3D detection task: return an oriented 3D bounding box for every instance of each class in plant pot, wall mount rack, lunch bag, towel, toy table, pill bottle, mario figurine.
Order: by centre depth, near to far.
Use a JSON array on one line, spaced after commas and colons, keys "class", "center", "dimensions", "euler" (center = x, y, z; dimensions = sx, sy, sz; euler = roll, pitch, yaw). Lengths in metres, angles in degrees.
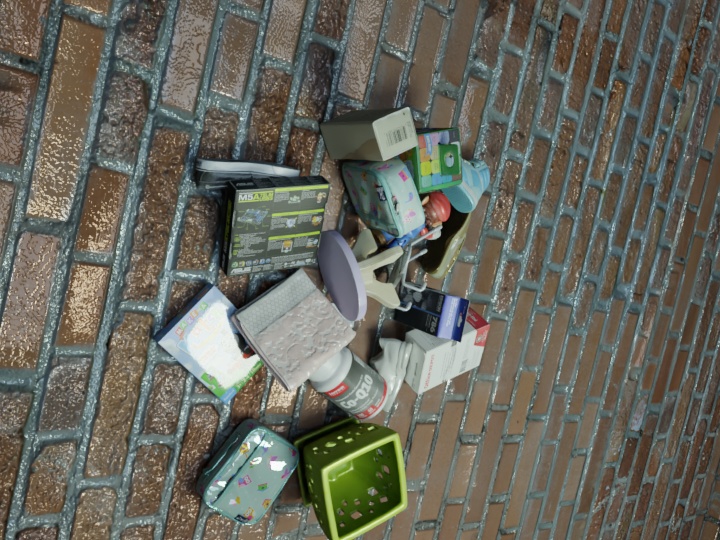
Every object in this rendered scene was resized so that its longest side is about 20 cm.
[{"class": "towel", "center": [-0.131, 0.114, 1.278], "dimensions": [0.200, 0.032, 0.191], "euler": [-37, 88, -36]}, {"class": "lunch bag", "center": [0.044, -0.153, 1.300], "dimensions": [0.077, 0.200, 0.160], "euler": [-27, 116, -17]}, {"class": "lunch bag", "center": [-0.237, 0.422, 1.320], "dimensions": [0.160, 0.077, 0.200], "euler": [44, 76, -32]}, {"class": "toy table", "center": [0.000, 0.000, 1.337], "dimensions": [0.117, 0.184, 0.200], "euler": [-13, 84, -31]}, {"class": "pill bottle", "center": [-0.039, 0.236, 1.388], "dimensions": [0.200, 0.114, 0.114], "euler": [43, 76, -32]}, {"class": "plant pot", "center": [-0.033, 0.444, 1.396], "dimensions": [0.199, 0.181, 0.200], "euler": [-17, 109, -30]}, {"class": "wall mount rack", "center": [0.116, -0.011, 1.406], "dimensions": [0.075, 0.200, 0.174], "euler": [18, 62, -5]}, {"class": "mario figurine", "center": [0.117, -0.113, 1.457], "dimensions": [0.200, 0.106, 0.123], "euler": [-34, 153, -12]}]

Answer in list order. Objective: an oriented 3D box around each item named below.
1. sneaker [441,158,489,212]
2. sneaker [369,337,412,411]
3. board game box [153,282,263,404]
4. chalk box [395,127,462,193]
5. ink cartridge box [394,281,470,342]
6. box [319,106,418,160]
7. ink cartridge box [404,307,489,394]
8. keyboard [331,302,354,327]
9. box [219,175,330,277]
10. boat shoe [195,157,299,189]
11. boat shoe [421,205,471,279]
[{"class": "sneaker", "center": [0.230, -0.249, 1.494], "dimensions": [0.131, 0.080, 0.200], "euler": [-47, 113, -33]}, {"class": "sneaker", "center": [0.059, 0.239, 1.487], "dimensions": [0.075, 0.088, 0.200], "euler": [-55, 160, -60]}, {"class": "board game box", "center": [-0.284, 0.147, 1.257], "dimensions": [0.151, 0.037, 0.200], "euler": [-48, 120, -16]}, {"class": "chalk box", "center": [0.134, -0.237, 1.349], "dimensions": [0.124, 0.200, 0.125], "euler": [-16, 108, -30]}, {"class": "ink cartridge box", "center": [0.157, 0.091, 1.434], "dimensions": [0.039, 0.200, 0.100], "euler": [8, 95, -37]}, {"class": "box", "center": [0.013, -0.273, 1.263], "dimensions": [0.095, 0.200, 0.078], "euler": [-29, 114, -25]}, {"class": "ink cartridge box", "center": [0.201, 0.191, 1.527], "dimensions": [0.200, 0.083, 0.147], "euler": [-18, 134, -29]}, {"class": "keyboard", "center": [-0.095, 0.096, 1.388], "dimensions": [0.200, 0.011, 0.056], "euler": [5, 92, -34]}, {"class": "box", "center": [-0.168, -0.088, 1.237], "dimensions": [0.200, 0.048, 0.193], "euler": [-10, 126, -31]}, {"class": "boat shoe", "center": [-0.215, -0.175, 1.213], "dimensions": [0.199, 0.074, 0.068], "euler": [-2, 107, -31]}, {"class": "boat shoe", "center": [0.213, -0.070, 1.522], "dimensions": [0.200, 0.074, 0.066], "euler": [-59, 139, -11]}]
